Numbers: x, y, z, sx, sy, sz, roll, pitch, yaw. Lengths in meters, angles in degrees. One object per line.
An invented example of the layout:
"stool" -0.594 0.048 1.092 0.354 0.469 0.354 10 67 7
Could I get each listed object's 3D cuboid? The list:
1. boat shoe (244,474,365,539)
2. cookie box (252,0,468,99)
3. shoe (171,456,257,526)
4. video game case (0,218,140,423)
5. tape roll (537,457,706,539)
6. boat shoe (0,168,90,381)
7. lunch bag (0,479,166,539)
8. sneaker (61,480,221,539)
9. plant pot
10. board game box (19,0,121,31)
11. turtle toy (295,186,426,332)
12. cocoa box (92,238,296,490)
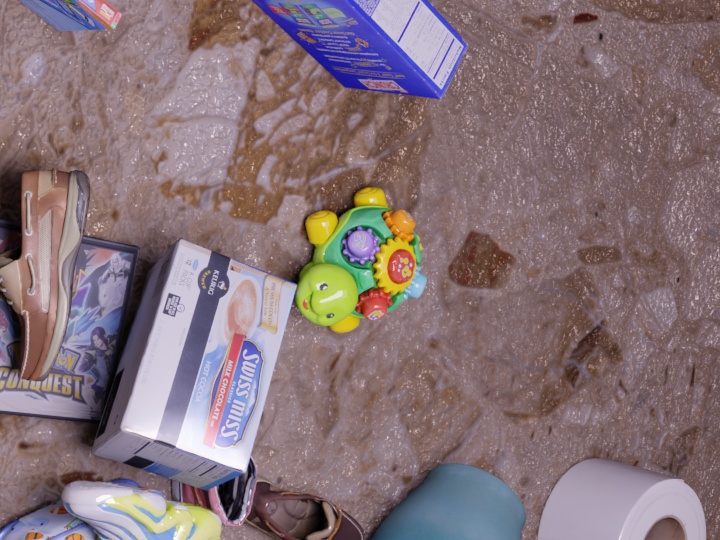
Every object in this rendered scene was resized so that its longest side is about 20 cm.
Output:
"boat shoe" -0.056 0.287 1.644 0.200 0.072 0.073 36 73 -39
"cookie box" -0.010 -0.272 1.540 0.200 0.170 0.076 40 74 -38
"shoe" -0.150 0.166 1.529 0.071 0.091 0.202 -4 99 -41
"video game case" -0.316 0.049 1.409 0.199 0.025 0.183 12 88 -42
"tape roll" 0.356 0.368 1.980 0.201 0.138 0.205 -8 102 -40
"boat shoe" -0.302 0.000 1.357 0.073 0.076 0.202 10 99 -15
"lunch bag" -0.275 0.309 1.452 0.199 0.075 0.162 -20 111 -39
"sneaker" -0.212 0.266 1.400 0.199 0.075 0.106 25 74 -46
"plant pot" 0.104 0.340 1.726 0.201 0.199 0.189 58 46 -31
"board game box" -0.316 -0.280 1.308 0.200 0.102 0.020 38 72 -39
"turtle toy" 0.000 0.000 1.632 0.199 0.101 0.147 -28 114 -36
"cocoa box" -0.162 0.096 1.432 0.130 0.133 0.202 21 68 -16
